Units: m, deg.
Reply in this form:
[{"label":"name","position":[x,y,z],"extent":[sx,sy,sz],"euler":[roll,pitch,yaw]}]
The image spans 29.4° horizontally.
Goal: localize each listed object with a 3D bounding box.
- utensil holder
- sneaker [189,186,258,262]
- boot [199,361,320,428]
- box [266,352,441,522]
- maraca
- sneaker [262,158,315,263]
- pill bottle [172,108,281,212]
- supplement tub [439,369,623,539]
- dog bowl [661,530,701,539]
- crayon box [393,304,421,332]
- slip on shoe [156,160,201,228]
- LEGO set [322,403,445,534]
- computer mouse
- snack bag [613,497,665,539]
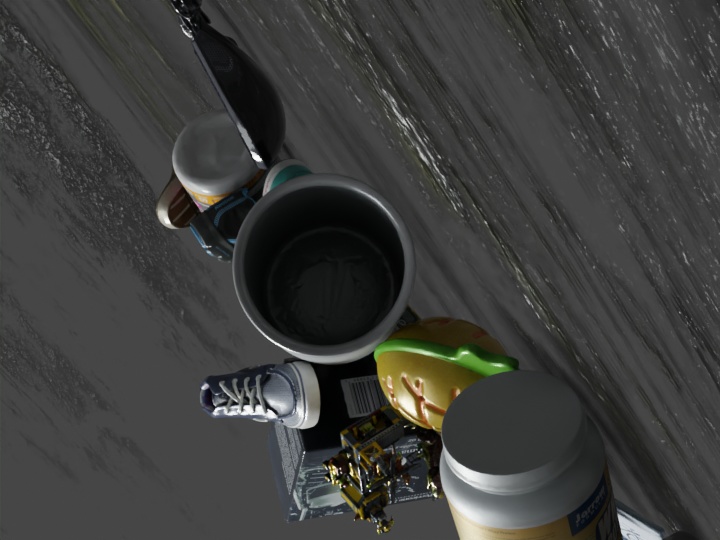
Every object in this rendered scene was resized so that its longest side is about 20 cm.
[{"label":"utensil holder","position":[-0.034,0.008,1.344],"extent":[0.170,0.170,0.200],"euler":[49,174,6]},{"label":"sneaker","position":[-0.111,-0.032,1.603],"extent":[0.073,0.082,0.200],"euler":[56,-168,30]},{"label":"boot","position":[-0.110,0.137,1.462],"extent":[0.200,0.090,0.073],"euler":[162,101,-70]},{"label":"box","position":[0.004,0.190,1.614],"extent":[0.197,0.200,0.124],"euler":[105,154,-57]},{"label":"maraca","position":[0.095,0.099,1.299],"extent":[0.137,0.107,0.200],"euler":[30,160,-31]},{"label":"sneaker","position":[-0.061,-0.011,1.515],"extent":[0.121,0.084,0.200],"euler":[-134,41,-56]},{"label":"pill bottle","position":[-0.142,-0.099,1.661],"extent":[0.116,0.116,0.200],"euler":[46,172,30]},{"label":"supplement tub","position":[0.152,0.201,1.219],"extent":[0.145,0.145,0.200],"euler":[42,157,48]},{"label":"dog bowl","position":[0.318,0.311,1.190],"extent":[0.200,0.059,0.200],"euler":[48,173,7]},{"label":"crayon box","position":[0.015,0.052,1.709],"extent":[0.200,0.058,0.173],"euler":[46,172,32]},{"label":"slip on shoe","position":[-0.211,-0.119,1.722],"extent":[0.061,0.200,0.076],"euler":[10,131,20]},{"label":"LEGO set","position":[0.074,0.199,1.422],"extent":[0.116,0.200,0.154],"euler":[43,146,38]},{"label":"computer mouse","position":[-0.122,-0.194,1.332],"extent":[0.200,0.053,0.139],"euler":[61,176,6]},{"label":"snack bag","position":[0.229,0.250,1.382],"extent":[0.189,0.021,0.200],"euler":[31,163,24]}]
